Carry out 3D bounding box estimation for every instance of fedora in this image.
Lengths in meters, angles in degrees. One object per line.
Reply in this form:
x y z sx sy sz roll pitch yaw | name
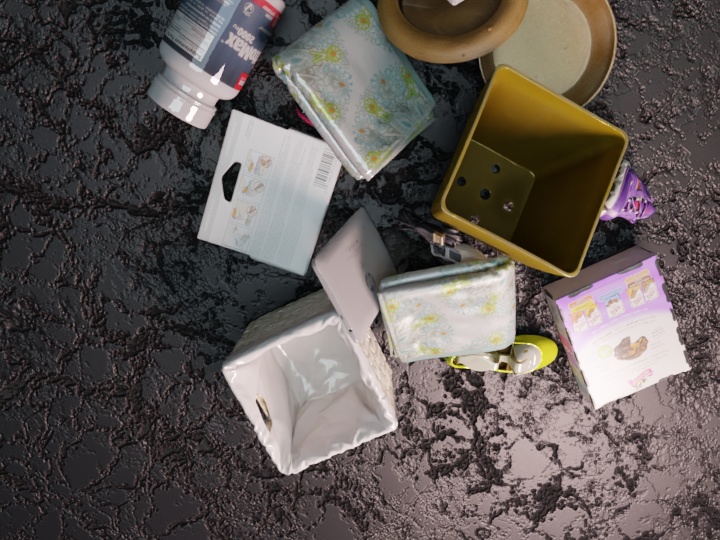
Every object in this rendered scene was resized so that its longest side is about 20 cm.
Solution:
0.124 -0.348 0.826 0.196 0.082 0.205 -3 77 13 | fedora

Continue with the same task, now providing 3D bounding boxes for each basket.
-0.069 0.154 0.929 0.197 0.161 0.201 -24 105 9 | basket

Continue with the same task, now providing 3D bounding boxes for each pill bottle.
-0.197 -0.301 0.829 0.118 0.120 0.202 31 103 -10 | pill bottle

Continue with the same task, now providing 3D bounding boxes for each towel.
0.128 0.063 0.903 0.196 0.049 0.173 -11 138 5 | towel
0.001 -0.245 0.838 0.171 0.048 0.201 -45 105 -27 | towel

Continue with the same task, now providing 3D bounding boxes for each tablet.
0.000 0.000 0.883 0.013 0.200 0.132 -19 108 29 | tablet

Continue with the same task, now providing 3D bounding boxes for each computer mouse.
0.141 -0.029 0.913 0.199 0.109 0.044 36 82 -44 | computer mouse

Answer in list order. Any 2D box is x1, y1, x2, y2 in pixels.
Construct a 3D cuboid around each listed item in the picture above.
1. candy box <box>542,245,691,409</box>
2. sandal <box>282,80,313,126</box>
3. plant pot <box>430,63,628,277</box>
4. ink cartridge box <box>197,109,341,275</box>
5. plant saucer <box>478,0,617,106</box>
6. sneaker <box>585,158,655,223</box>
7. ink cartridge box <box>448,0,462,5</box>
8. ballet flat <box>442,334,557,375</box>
0.404 0.091 0.981 0.165 0.072 0.203 -23 104 4 | candy box
-0.048 -0.217 0.884 0.199 0.076 0.045 38 116 -14 | sandal
0.203 -0.119 0.847 0.197 0.176 0.203 25 83 -8 | plant pot
-0.132 -0.114 0.921 0.170 0.044 0.203 19 104 -6 | ink cartridge box
0.262 -0.318 0.883 0.196 0.036 0.205 0 105 -1 | plant saucer
0.371 -0.104 0.860 0.083 0.199 0.081 44 123 14 | sneaker
0.108 -0.443 0.753 0.145 0.084 0.201 -33 69 -15 | ink cartridge box
0.226 0.139 0.990 0.195 0.067 0.068 5 108 -4 | ballet flat
